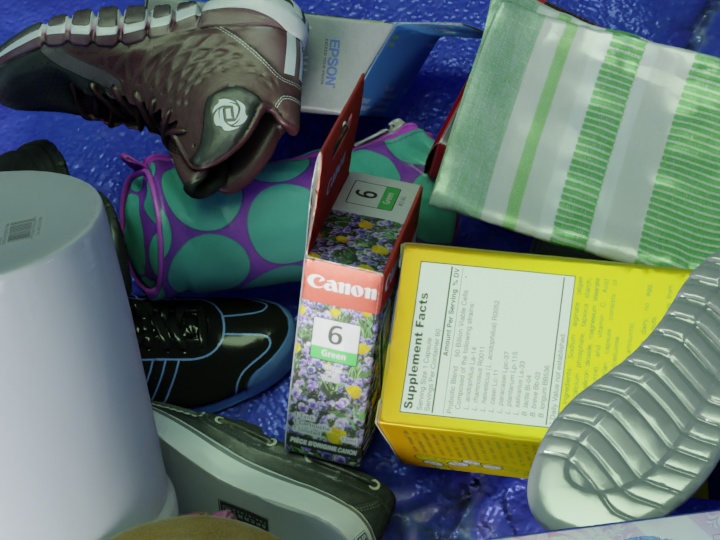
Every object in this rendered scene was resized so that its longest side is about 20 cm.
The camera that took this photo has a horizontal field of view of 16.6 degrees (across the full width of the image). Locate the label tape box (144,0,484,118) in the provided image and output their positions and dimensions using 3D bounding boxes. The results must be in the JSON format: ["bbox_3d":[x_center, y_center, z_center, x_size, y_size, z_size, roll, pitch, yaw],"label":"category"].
[{"bbox_3d":[-0.024,-0.130,1.550,0.199,0.144,0.064,7,94,13],"label":"label tape box"}]

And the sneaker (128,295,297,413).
[{"bbox_3d":[-0.137,0.048,1.504,0.199,0.078,0.070,-13,58,1],"label":"sneaker"}]

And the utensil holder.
[{"bbox_3d":[-0.202,0.066,1.368,0.169,0.201,0.170,-9,24,4],"label":"utensil holder"}]

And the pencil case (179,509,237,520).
[{"bbox_3d":[-0.160,0.191,1.423,0.199,0.083,0.087,-7,22,5],"label":"pencil case"}]

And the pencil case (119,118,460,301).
[{"bbox_3d":[-0.044,-0.038,1.509,0.199,0.085,0.093,-9,97,-19],"label":"pencil case"}]

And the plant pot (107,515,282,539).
[{"bbox_3d":[-0.091,0.235,1.340,0.199,0.027,0.201,-2,95,-20],"label":"plant pot"}]

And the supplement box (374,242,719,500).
[{"bbox_3d":[0.119,0.059,1.406,0.199,0.110,0.109,6,74,11],"label":"supplement box"}]

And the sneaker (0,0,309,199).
[{"bbox_3d":[-0.126,-0.093,1.447,0.199,0.076,0.116,-10,68,14],"label":"sneaker"}]

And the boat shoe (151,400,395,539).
[{"bbox_3d":[-0.072,0.120,1.466,0.199,0.069,0.057,24,47,19],"label":"boat shoe"}]

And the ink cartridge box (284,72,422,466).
[{"bbox_3d":[0.000,0.000,1.425,0.050,0.201,0.109,12,32,8],"label":"ink cartridge box"}]

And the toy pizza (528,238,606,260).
[{"bbox_3d":[0.200,0.011,1.504,0.199,0.032,0.201,-3,60,5],"label":"toy pizza"}]

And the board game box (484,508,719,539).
[{"bbox_3d":[0.172,0.185,1.306,0.199,0.200,0.041,-7,60,3],"label":"board game box"}]

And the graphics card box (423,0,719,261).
[{"bbox_3d":[0.154,-0.073,1.488,0.199,0.051,0.126,27,64,4],"label":"graphics card box"}]

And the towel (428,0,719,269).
[{"bbox_3d":[0.155,-0.076,1.449,0.199,0.023,0.153,17,65,1],"label":"towel"}]

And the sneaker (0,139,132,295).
[{"bbox_3d":[-0.211,-0.026,1.517,0.090,0.076,0.200,-18,20,-19],"label":"sneaker"}]

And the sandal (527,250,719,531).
[{"bbox_3d":[0.167,0.075,1.309,0.082,0.050,0.203,34,66,24],"label":"sandal"}]
